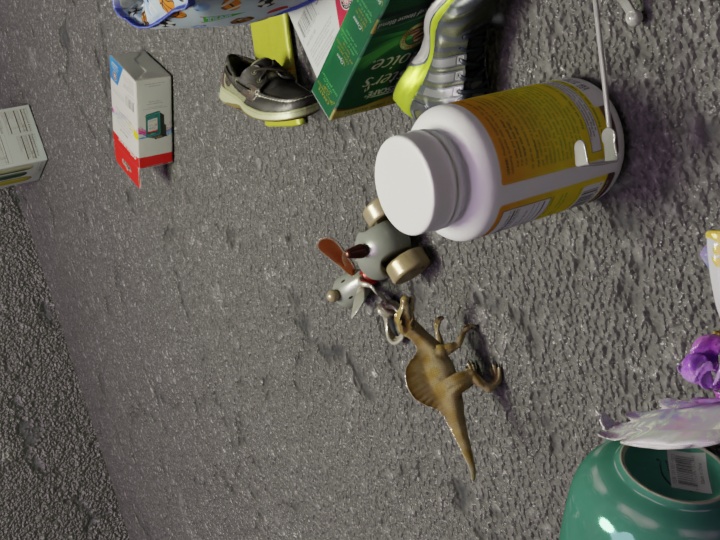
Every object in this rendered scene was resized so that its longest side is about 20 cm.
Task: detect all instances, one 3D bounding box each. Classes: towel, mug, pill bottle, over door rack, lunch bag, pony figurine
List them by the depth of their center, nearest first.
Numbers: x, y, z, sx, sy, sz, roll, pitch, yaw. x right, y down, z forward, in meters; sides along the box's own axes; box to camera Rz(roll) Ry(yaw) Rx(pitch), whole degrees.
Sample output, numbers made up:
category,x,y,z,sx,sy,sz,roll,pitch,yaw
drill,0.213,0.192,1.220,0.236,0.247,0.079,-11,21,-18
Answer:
category,x,y,z,sx,sy,sz,roll,pitch,yaw
pony figurine,0.282,0.074,0.652,0.192,0.165,0.203,1,90,50
over door rack,0.224,-0.175,0.664,0.147,0.066,0.203,-6,78,59
mug,0.231,0.197,0.768,0.185,0.151,0.116,36,130,46
pill bottle,0.113,-0.089,0.774,0.109,0.198,0.111,32,130,48
lunch bag,-0.151,-0.308,0.967,0.199,0.168,0.126,-3,98,60
towel,-0.110,-0.288,1.227,0.086,0.018,0.203,10,112,51

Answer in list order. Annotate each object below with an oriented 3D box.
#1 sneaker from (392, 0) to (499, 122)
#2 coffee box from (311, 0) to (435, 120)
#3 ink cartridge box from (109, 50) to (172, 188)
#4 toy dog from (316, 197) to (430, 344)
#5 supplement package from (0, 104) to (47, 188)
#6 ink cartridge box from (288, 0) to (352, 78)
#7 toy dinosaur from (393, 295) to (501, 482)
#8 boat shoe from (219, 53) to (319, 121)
category,x,y,z,sx,sy,sz,roll,pitch,yaw
sneaker,0.097,-0.196,0.889,0.081,0.073,0.201,54,153,17
coffee box,0.039,-0.232,0.908,0.044,0.122,0.200,58,145,17
ink cartridge box,-0.375,-0.258,1.624,0.116,0.067,0.202,44,139,41
toy dog,0.000,0.000,1.105,0.132,0.095,0.201,52,143,32
supplement package,-0.908,-0.297,2.349,0.152,0.198,0.152,-31,79,59
ink cartridge box,-0.024,-0.324,0.999,0.145,0.083,0.202,-44,66,57
toy dinosaur,0.095,0.120,1.003,0.058,0.100,0.202,-42,68,56
boat shoe,-0.123,-0.234,1.191,0.200,0.071,0.067,27,130,51
